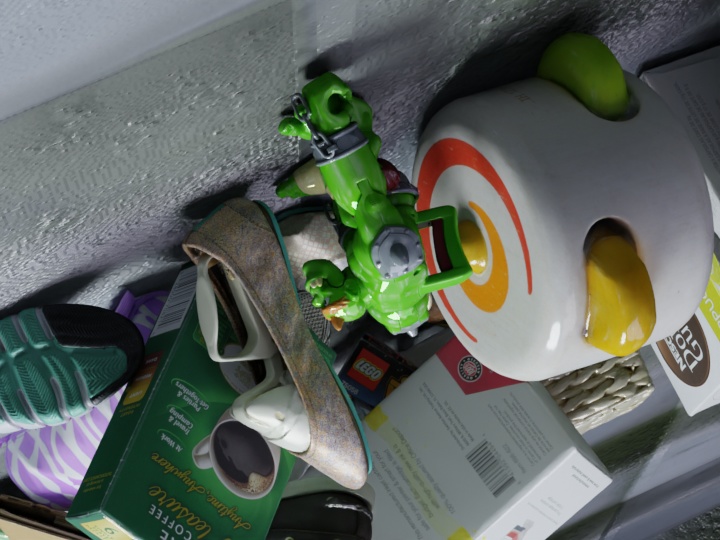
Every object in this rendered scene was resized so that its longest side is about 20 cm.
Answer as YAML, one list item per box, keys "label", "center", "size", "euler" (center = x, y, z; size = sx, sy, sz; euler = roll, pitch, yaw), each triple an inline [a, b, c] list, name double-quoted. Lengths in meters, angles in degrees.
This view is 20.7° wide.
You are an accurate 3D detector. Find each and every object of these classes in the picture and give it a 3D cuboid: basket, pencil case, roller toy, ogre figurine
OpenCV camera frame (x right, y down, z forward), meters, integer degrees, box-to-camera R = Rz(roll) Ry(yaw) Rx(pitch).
- label: "basket"
  center: [0.138, 0.095, 1.684]
  size: [0.199, 0.124, 0.136]
  euler: [-24, 169, -6]
- label: "pencil case"
  center: [-0.172, 0.091, 1.347]
  size: [0.085, 0.084, 0.200]
  euler: [27, 134, -19]
- label: "roller toy"
  center: [0.119, -0.027, 1.237]
  size: [0.139, 0.201, 0.182]
  euler: [-17, 166, -24]
- label: "ogre figurine"
  center: [0.005, -0.032, 1.177]
  size: [0.098, 0.120, 0.200]
  euler: [-18, 160, -22]

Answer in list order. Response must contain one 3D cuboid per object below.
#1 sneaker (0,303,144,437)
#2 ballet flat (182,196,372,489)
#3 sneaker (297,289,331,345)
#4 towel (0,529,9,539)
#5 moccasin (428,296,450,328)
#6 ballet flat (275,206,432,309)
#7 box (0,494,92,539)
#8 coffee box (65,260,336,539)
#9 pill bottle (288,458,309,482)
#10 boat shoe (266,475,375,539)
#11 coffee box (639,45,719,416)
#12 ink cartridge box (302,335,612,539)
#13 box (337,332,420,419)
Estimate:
- label: "sneaker"
  center: [-0.226, 0.071, 1.262]
  size: [0.199, 0.075, 0.088]
  euler: [-20, 178, 8]
- label: "ballet flat"
  center: [-0.059, 0.055, 1.225]
  size: [0.067, 0.201, 0.068]
  euler: [-27, -173, -31]
- label: "sneaker"
  center: [-0.072, 0.090, 1.358]
  size: [0.201, 0.078, 0.085]
  euler: [-60, -168, -31]
- label: "towel"
  center: [-0.251, 0.236, 1.575]
  size: [0.198, 0.024, 0.153]
  euler: [9, 156, -2]
- label: "moccasin"
  center: [0.138, 0.007, 1.542]
  size: [0.200, 0.074, 0.078]
  euler: [-17, 160, -24]
- label: "ballet flat"
  center: [0.000, 0.000, 1.354]
  size: [0.067, 0.063, 0.200]
  euler: [-33, 161, 21]
- label: "box"
  center: [-0.171, 0.225, 1.448]
  size: [0.162, 0.021, 0.200]
  euler: [14, 156, 13]
- label: "coffee box"
  center: [-0.097, 0.103, 1.246]
  size: [0.044, 0.201, 0.123]
  euler: [-16, 133, 44]
- label: "pill bottle"
  center: [-0.101, 0.134, 1.500]
  size: [0.116, 0.117, 0.200]
  euler: [-15, 159, -31]
- label: "boat shoe"
  center: [-0.081, 0.202, 1.440]
  size: [0.200, 0.061, 0.072]
  euler: [-18, 143, 27]
- label: "coffee box"
  center: [0.301, -0.045, 1.419]
  size: [0.199, 0.201, 0.198]
  euler: [-20, 162, -19]
- label: "ink cartridge box"
  center: [0.066, 0.161, 1.495]
  size: [0.200, 0.145, 0.083]
  euler: [-41, 145, 7]
- label: "box"
  center: [0.051, 0.161, 1.589]
  size: [0.137, 0.199, 0.040]
  euler: [-58, 178, 8]
